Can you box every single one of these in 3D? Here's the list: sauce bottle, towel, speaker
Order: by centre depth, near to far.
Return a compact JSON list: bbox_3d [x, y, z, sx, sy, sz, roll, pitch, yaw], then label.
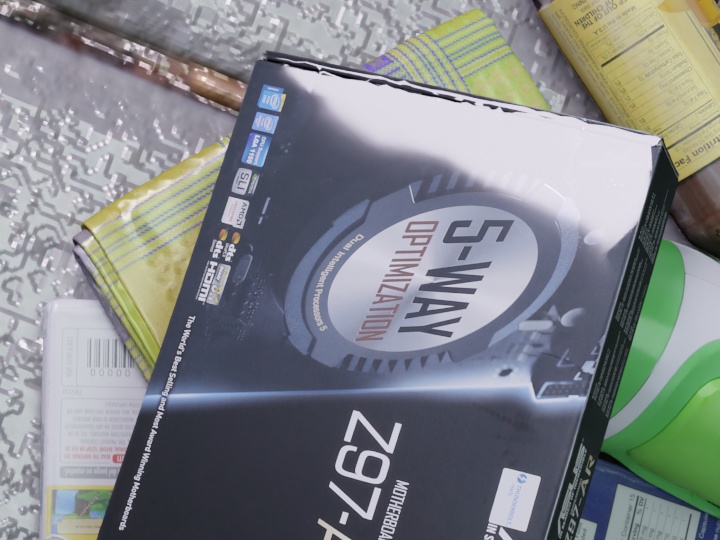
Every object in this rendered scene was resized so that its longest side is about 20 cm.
[{"bbox_3d":[0.166,0.061,0.937,0.199,0.088,0.089,28,79,-20],"label":"speaker"},{"bbox_3d":[0.000,0.000,0.941,0.199,0.023,0.144,-32,91,-15],"label":"towel"},{"bbox_3d":[0.140,-0.056,0.981,0.065,0.065,0.201,-34,94,-14],"label":"sauce bottle"}]

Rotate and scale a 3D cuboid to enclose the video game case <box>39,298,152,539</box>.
[{"bbox_3d":[-0.026,0.105,0.947,0.199,0.023,0.183,2,84,-14],"label":"video game case"}]

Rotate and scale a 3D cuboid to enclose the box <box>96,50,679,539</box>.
[{"bbox_3d":[0.010,0.034,0.867,0.159,0.044,0.201,15,79,20],"label":"box"}]

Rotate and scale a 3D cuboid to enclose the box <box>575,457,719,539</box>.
[{"bbox_3d":[0.072,0.130,0.935,0.199,0.032,0.122,21,79,-28],"label":"box"}]
